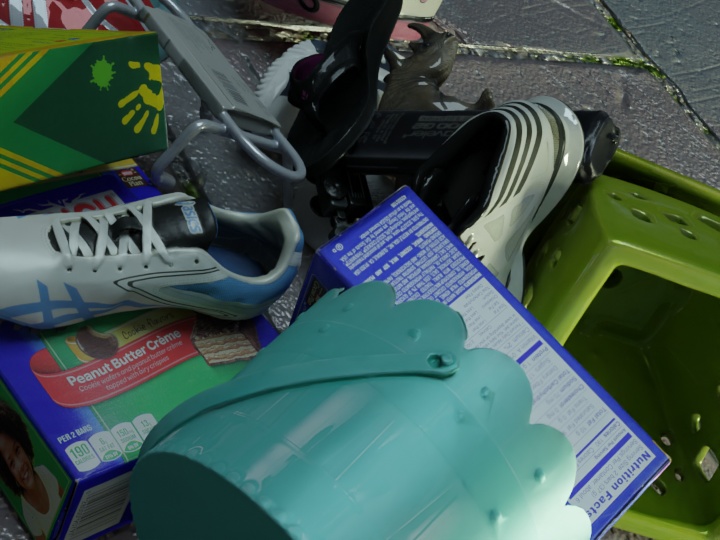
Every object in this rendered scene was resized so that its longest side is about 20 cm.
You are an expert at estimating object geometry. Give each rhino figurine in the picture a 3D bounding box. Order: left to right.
[{"bbox_3d":[0.057,-0.105,0.906,0.086,0.060,0.202,-15,62,5],"label":"rhino figurine"}]

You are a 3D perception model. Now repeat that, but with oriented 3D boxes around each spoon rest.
[{"bbox_3d":[0.044,-0.037,0.944,0.197,0.061,0.100,-1,45,-16],"label":"spoon rest"}]

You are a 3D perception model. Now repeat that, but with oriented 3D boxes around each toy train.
[{"bbox_3d":[0.000,0.000,0.850,0.045,0.034,0.202,5,57,-29],"label":"toy train"}]

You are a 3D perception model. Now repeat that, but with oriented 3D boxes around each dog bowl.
[{"bbox_3d":[-0.016,-0.261,1.086,0.198,0.075,0.200,14,18,-5],"label":"dog bowl"}]

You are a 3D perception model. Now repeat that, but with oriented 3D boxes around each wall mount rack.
[{"bbox_3d":[-0.103,-0.104,0.842,0.201,0.075,0.173,52,18,24],"label":"wall mount rack"}]

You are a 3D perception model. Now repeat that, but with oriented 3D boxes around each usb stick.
[{"bbox_3d":[0.073,-0.082,0.817,0.198,0.033,0.056,6,51,36],"label":"usb stick"}]

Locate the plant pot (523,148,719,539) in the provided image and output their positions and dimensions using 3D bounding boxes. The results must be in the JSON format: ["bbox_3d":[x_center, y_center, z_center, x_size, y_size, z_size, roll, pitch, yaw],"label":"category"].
[{"bbox_3d":[0.188,0.038,0.839,0.198,0.200,0.182,19,32,-14],"label":"plant pot"}]

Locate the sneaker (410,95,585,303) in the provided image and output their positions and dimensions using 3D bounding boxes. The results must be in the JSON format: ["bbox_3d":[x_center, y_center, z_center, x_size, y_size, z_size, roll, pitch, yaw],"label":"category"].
[{"bbox_3d":[0.051,-0.011,0.738,0.075,0.202,0.115,34,25,30],"label":"sneaker"}]

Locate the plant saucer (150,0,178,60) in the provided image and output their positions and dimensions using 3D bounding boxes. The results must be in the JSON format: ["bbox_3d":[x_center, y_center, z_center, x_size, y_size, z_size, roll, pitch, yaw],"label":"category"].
[{"bbox_3d":[-0.233,-0.233,0.989,0.198,0.028,0.201,18,40,-16],"label":"plant saucer"}]

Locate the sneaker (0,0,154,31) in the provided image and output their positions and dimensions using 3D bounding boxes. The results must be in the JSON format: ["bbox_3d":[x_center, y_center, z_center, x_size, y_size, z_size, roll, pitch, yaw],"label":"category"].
[{"bbox_3d":[-0.236,-0.194,0.881,0.199,0.071,0.113,32,60,-10],"label":"sneaker"}]

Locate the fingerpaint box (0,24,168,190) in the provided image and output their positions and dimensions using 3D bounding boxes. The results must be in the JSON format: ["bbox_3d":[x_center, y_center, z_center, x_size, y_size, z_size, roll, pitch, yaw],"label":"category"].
[{"bbox_3d":[-0.238,-0.094,0.712,0.198,0.074,0.166,11,22,38],"label":"fingerpaint box"}]

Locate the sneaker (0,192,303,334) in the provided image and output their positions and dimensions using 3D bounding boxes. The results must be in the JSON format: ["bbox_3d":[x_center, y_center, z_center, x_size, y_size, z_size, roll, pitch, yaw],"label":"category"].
[{"bbox_3d":[-0.121,-0.012,0.652,0.198,0.073,0.072,-1,48,-34],"label":"sneaker"}]

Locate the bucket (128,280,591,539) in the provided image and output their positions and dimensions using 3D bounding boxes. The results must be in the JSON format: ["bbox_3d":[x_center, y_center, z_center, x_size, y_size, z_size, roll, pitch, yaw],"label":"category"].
[{"bbox_3d":[-0.006,0.123,0.595,0.207,0.208,0.134,44,53,17],"label":"bucket"}]

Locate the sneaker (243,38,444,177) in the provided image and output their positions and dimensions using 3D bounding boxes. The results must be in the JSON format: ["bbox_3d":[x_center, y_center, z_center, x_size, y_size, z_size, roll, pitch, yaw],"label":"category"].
[{"bbox_3d":[0.007,-0.118,0.977,0.129,0.080,0.199,35,26,19],"label":"sneaker"}]

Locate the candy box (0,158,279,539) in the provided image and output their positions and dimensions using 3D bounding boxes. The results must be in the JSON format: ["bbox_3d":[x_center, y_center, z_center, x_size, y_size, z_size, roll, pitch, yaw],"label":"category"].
[{"bbox_3d":[-0.151,0.035,0.700,0.168,0.077,0.200,-19,58,-45],"label":"candy box"}]

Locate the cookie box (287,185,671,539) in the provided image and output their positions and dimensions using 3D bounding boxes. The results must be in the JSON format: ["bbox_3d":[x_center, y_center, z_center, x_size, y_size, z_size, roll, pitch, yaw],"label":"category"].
[{"bbox_3d":[0.050,0.081,0.692,0.075,0.172,0.200,-37,76,-27],"label":"cookie box"}]

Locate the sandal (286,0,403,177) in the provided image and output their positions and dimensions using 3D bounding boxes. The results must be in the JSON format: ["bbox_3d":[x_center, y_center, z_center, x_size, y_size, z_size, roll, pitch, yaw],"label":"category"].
[{"bbox_3d":[-0.021,-0.145,0.889,0.048,0.075,0.202,43,42,-30],"label":"sandal"}]
